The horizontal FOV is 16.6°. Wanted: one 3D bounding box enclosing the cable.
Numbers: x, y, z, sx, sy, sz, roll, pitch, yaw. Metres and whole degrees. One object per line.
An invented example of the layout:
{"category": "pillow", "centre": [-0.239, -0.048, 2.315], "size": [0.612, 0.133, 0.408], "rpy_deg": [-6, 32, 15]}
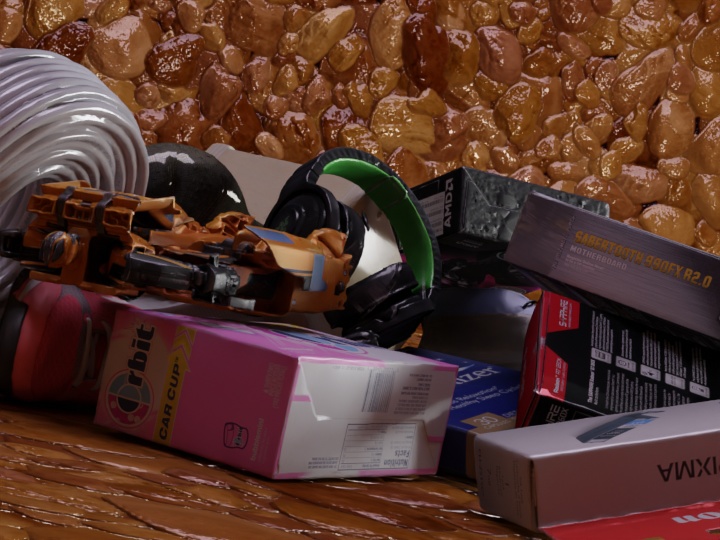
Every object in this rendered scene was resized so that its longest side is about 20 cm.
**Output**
{"category": "cable", "centre": [-0.209, -0.030, 1.374], "size": [0.069, 0.200, 0.200], "rpy_deg": [38, -6, 23]}

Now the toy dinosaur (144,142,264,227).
{"category": "toy dinosaur", "centre": [-0.127, -0.039, 1.528], "size": [0.200, 0.103, 0.077], "rpy_deg": [2, 12, -14]}

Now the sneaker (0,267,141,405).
{"category": "sneaker", "centre": [-0.140, 0.043, 1.384], "size": [0.087, 0.074, 0.200], "rpy_deg": [14, 2, 17]}

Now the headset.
{"category": "headset", "centre": [0.000, 0.000, 1.529], "size": [0.094, 0.200, 0.124], "rpy_deg": [-29, -66, 38]}

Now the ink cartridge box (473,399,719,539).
{"category": "ink cartridge box", "centre": [0.178, 0.101, 1.246], "size": [0.200, 0.045, 0.176], "rpy_deg": [-7, 6, -15]}

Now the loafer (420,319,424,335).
{"category": "loafer", "centre": [0.105, 0.062, 1.759], "size": [0.067, 0.076, 0.200], "rpy_deg": [-23, -23, 20]}

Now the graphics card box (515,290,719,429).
{"category": "graphics card box", "centre": [0.188, 0.089, 1.409], "size": [0.200, 0.051, 0.126], "rpy_deg": [18, 27, -3]}

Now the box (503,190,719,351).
{"category": "box", "centre": [0.194, 0.019, 1.532], "size": [0.158, 0.048, 0.200], "rpy_deg": [21, -5, 25]}

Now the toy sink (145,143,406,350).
{"category": "toy sink", "centre": [-0.077, -0.002, 1.688], "size": [0.200, 0.112, 0.131], "rpy_deg": [12, -43, 35]}

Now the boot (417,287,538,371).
{"category": "boot", "centre": [0.122, 0.051, 1.614], "size": [0.200, 0.097, 0.075], "rpy_deg": [-6, -20, 22]}

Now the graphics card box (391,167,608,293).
{"category": "graphics card box", "centre": [0.067, -0.017, 1.729], "size": [0.125, 0.051, 0.200], "rpy_deg": [14, -19, -30]}

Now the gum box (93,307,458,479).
{"category": "gum box", "centre": [-0.039, 0.068, 1.345], "size": [0.113, 0.066, 0.200], "rpy_deg": [14, 3, 28]}

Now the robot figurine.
{"category": "robot figurine", "centre": [-0.102, -0.011, 1.343], "size": [0.145, 0.058, 0.200], "rpy_deg": [10, 0, 36]}

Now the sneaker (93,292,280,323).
{"category": "sneaker", "centre": [-0.149, 0.035, 1.570], "size": [0.115, 0.074, 0.200], "rpy_deg": [18, 7, 42]}

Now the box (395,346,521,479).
{"category": "box", "centre": [0.037, 0.081, 1.491], "size": [0.200, 0.032, 0.121], "rpy_deg": [10, 16, 42]}
